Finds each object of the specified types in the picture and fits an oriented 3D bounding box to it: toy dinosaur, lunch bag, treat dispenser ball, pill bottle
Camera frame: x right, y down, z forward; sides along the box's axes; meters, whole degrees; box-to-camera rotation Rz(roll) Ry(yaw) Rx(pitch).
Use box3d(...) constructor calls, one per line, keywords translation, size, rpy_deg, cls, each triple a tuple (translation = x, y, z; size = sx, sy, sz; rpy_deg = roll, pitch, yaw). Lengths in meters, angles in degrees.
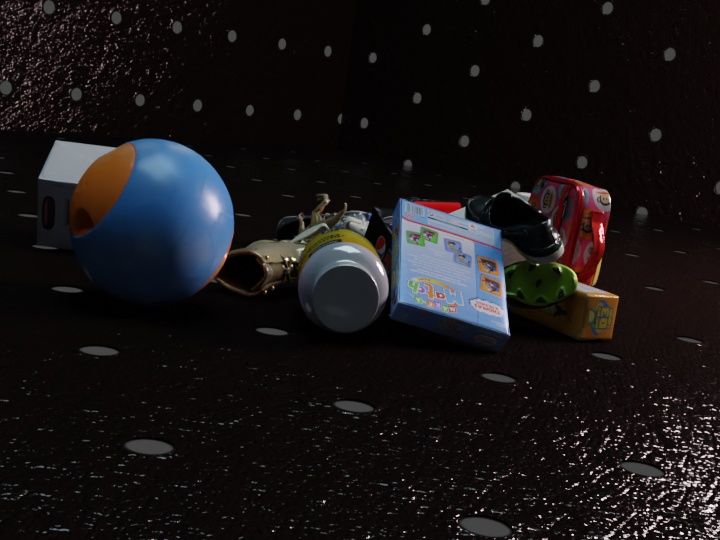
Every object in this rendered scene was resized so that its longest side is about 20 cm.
box3d(translation=(-0.063, -0.066, 1.740), size=(0.058, 0.199, 0.102), rpy_deg=(39, 40, -22), cls="toy dinosaur")
box3d(translation=(0.313, -0.038, 1.714), size=(0.081, 0.203, 0.176), rpy_deg=(9, 8, -22), cls="lunch bag")
box3d(translation=(-0.253, -0.058, 1.361), size=(0.198, 0.204, 0.201), rpy_deg=(8, 10, -1), cls="treat dispenser ball")
box3d(translation=(-0.023, 0.015, 1.393), size=(0.110, 0.114, 0.200), rpy_deg=(7, 9, -5), cls="pill bottle")

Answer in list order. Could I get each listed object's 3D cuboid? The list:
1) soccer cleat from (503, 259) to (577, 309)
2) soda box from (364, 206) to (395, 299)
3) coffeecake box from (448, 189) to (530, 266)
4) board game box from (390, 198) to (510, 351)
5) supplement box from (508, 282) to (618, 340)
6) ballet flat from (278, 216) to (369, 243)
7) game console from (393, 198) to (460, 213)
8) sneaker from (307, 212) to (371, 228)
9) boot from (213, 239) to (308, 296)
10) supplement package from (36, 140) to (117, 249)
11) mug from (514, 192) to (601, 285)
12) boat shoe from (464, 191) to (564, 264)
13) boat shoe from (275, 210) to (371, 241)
box3d(translation=(0.201, 0.025, 1.554), size=(0.197, 0.068, 0.081), rpy_deg=(-9, 0, 10), cls="soccer cleat")
box3d(translation=(0.065, -0.009, 1.543), size=(0.063, 0.071, 0.201), rpy_deg=(6, 30, -24), cls="soda box")
box3d(translation=(0.166, -0.037, 1.677), size=(0.198, 0.074, 0.154), rpy_deg=(-22, 21, -5), cls="coffeecake box")
box3d(translation=(0.113, 0.002, 1.442), size=(0.150, 0.037, 0.201), rpy_deg=(17, 40, -12), cls="board game box")
box3d(translation=(0.279, 0.044, 1.608), size=(0.068, 0.067, 0.200), rpy_deg=(5, 11, -29), cls="supplement box")
box3d(translation=(-0.031, -0.043, 1.660), size=(0.198, 0.072, 0.071), rpy_deg=(-16, 11, -1), cls="ballet flat")
box3d(translation=(0.058, -0.086, 2.024), size=(0.119, 0.173, 0.199), rpy_deg=(43, 25, 26), cls="game console")
box3d(translation=(-0.009, -0.052, 1.801), size=(0.199, 0.086, 0.077), rpy_deg=(22, -15, 45), cls="sneaker")
box3d(translation=(-0.093, -0.001, 1.542), size=(0.198, 0.074, 0.155), rpy_deg=(9, 9, 16), cls="boot")
box3d(translation=(-0.379, -0.107, 1.701), size=(0.197, 0.112, 0.156), rpy_deg=(6, 27, -7), cls="supplement package")
box3d(translation=(0.308, -0.045, 1.883), size=(0.184, 0.155, 0.149), rpy_deg=(9, 9, 5), cls="mug")
box3d(translation=(0.206, -0.076, 1.560), size=(0.074, 0.067, 0.199), rpy_deg=(-28, 34, -11), cls="boat shoe")
box3d(translation=(-0.055, -0.063, 1.921), size=(0.197, 0.076, 0.062), rpy_deg=(1, 10, 14), cls="boat shoe")
